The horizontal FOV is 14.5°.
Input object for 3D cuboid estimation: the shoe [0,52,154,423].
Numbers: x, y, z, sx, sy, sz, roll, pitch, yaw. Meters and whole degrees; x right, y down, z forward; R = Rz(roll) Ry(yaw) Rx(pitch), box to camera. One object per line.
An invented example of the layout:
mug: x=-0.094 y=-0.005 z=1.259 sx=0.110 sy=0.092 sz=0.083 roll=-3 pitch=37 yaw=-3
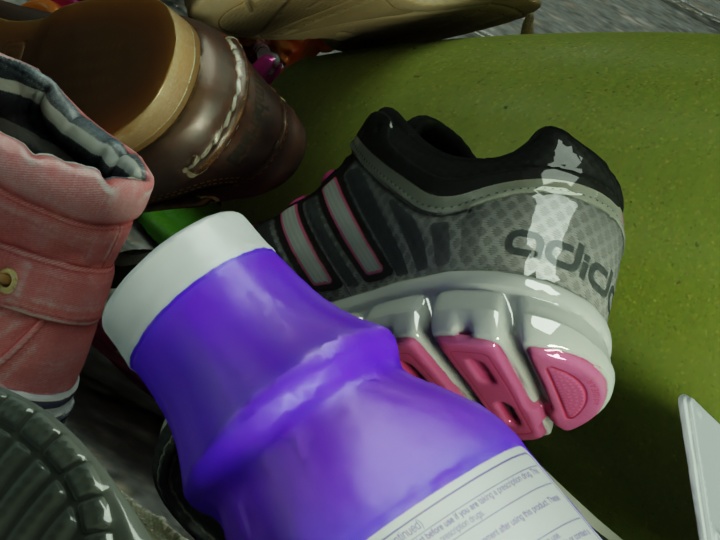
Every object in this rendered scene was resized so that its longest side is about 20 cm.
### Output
shoe: x=-0.152 y=-0.037 z=0.822 sx=0.199 sy=0.091 sz=0.071 roll=32 pitch=19 yaw=17

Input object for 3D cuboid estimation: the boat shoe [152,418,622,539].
boat shoe: x=0.031 y=0.090 z=0.754 sx=0.199 sy=0.072 sz=0.068 roll=31 pitch=18 yaw=6

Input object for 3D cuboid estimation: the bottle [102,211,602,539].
bottle: x=0.012 y=0.074 z=0.694 sx=0.083 sy=0.065 sz=0.200 roll=-29 pitch=70 yaw=-34

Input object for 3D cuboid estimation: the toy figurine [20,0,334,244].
toy figurine: x=-0.046 y=-0.116 z=1.032 sx=0.150 sy=0.185 sz=0.200 roll=4 pitch=29 yaw=-49

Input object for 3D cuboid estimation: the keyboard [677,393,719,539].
keyboard: x=0.128 y=0.090 z=0.822 sx=0.200 sy=0.011 sz=0.057 roll=39 pitch=35 yaw=-59

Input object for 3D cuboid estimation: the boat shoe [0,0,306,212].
boat shoe: x=-0.103 y=-0.048 z=0.896 sx=0.199 sy=0.071 sz=0.070 roll=10 pitch=-13 yaw=45

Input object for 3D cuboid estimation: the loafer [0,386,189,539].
loafer: x=-0.054 y=0.098 z=0.646 sx=0.200 sy=0.075 sz=0.070 roll=38 pitch=-10 yaw=35

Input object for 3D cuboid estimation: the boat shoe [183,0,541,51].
boat shoe: x=0.001 y=-0.110 z=0.924 sx=0.072 sy=0.065 sz=0.200 roll=-15 pitch=-6 yaw=28

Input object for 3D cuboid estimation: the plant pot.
plant pot: x=0.061 y=-0.001 z=0.919 sx=0.199 sy=0.189 sz=0.187 roll=15 pitch=13 yaw=23

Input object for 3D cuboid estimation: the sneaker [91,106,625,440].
sneaker: x=0.000 y=0.000 z=0.823 sx=0.199 sy=0.088 sz=0.074 roll=-4 pitch=-36 yaw=43

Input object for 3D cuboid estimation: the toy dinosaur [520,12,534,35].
toy dinosaur: x=0.039 y=-0.025 z=1.050 sx=0.106 sy=0.061 sz=0.200 roll=33 pitch=-22 yaw=-22
